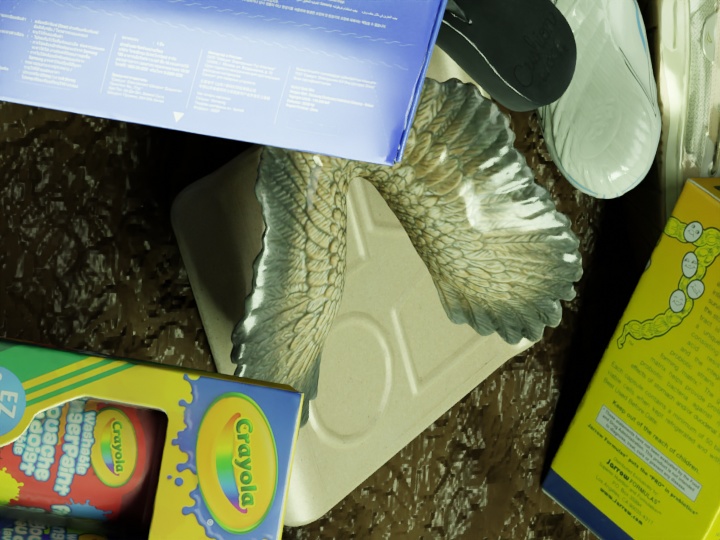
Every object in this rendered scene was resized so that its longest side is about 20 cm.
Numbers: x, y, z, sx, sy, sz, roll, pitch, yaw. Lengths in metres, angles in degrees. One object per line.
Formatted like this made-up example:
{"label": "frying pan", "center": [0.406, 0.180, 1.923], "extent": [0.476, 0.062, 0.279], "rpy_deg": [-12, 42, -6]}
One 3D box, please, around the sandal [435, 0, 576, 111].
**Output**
{"label": "sandal", "center": [0.035, -0.151, 1.244], "extent": [0.199, 0.043, 0.077], "rpy_deg": [29, 65, -29]}

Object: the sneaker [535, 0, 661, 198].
{"label": "sneaker", "center": [0.116, -0.138, 1.364], "extent": [0.072, 0.071, 0.202], "rpy_deg": [-141, -135, -87]}

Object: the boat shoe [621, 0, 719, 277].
{"label": "boat shoe", "center": [0.183, -0.074, 1.411], "extent": [0.064, 0.072, 0.202], "rpy_deg": [-7, 111, -12]}

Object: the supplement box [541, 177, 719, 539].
{"label": "supplement box", "center": [0.203, 0.061, 1.394], "extent": [0.108, 0.109, 0.201], "rpy_deg": [-3, 124, -48]}

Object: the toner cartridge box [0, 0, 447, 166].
{"label": "toner cartridge box", "center": [-0.067, -0.106, 1.013], "extent": [0.199, 0.043, 0.096], "rpy_deg": [9, 107, -25]}

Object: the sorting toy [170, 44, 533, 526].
{"label": "sorting toy", "center": [0.000, 0.000, 1.269], "extent": [0.200, 0.036, 0.186], "rpy_deg": [-34, 119, -35]}

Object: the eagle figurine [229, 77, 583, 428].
{"label": "eagle figurine", "center": [-0.001, -0.039, 1.146], "extent": [0.151, 0.151, 0.201], "rpy_deg": [-18, 88, -58]}

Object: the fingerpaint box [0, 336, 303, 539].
{"label": "fingerpaint box", "center": [-0.120, 0.133, 1.049], "extent": [0.165, 0.073, 0.202], "rpy_deg": [10, 88, -5]}
